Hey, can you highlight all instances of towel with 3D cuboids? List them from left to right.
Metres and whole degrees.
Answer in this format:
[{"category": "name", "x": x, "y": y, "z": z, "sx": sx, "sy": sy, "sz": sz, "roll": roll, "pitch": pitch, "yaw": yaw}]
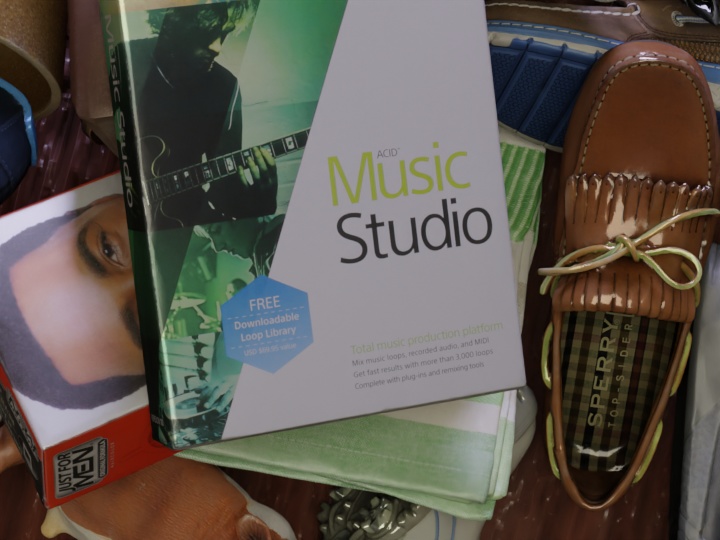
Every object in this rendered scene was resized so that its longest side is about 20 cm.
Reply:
[{"category": "towel", "x": 0.000, "y": 0.000, "z": 0.916, "sx": 0.152, "sy": 0.023, "sz": 0.201, "roll": 12, "pitch": 62, "yaw": -2}]

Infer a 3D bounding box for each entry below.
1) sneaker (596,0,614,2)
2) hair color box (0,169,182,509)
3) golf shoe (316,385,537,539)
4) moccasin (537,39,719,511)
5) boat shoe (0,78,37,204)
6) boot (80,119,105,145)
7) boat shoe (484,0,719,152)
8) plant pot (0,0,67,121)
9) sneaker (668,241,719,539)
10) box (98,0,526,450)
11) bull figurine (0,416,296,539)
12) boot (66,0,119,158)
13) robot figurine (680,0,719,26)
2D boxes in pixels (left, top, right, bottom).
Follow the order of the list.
[{"category": "sneaker", "x": 0.025, "y": -0.126, "z": 0.871, "sx": 0.146, "sy": 0.077, "sz": 0.203, "roll": 39, "pitch": 94, "yaw": 32}, {"category": "hair color box", "x": -0.055, "y": 0.005, "z": 0.859, "sx": 0.200, "sy": 0.061, "sz": 0.102, "roll": -24, "pitch": 67, "yaw": -18}, {"category": "golf shoe", "x": 0.021, "y": 0.136, "z": 0.944, "sx": 0.097, "sy": 0.078, "sz": 0.200, "roll": 41, "pitch": 92, "yaw": -20}, {"category": "moccasin", "x": 0.108, "y": 0.004, "z": 0.892, "sx": 0.073, "sy": 0.078, "sz": 0.202, "roll": 12, "pitch": 113, "yaw": -1}, {"category": "boat shoe", "x": -0.231, "y": -0.053, "z": 0.847, "sx": 0.199, "sy": 0.069, "sz": 0.084, "roll": -2, "pitch": 126, "yaw": 13}, {"category": "boot", "x": -0.080, "y": -0.155, "z": 0.945, "sx": 0.097, "sy": 0.075, "sz": 0.200, "roll": 38, "pitch": 87, "yaw": 17}, {"category": "boat shoe", "x": 0.133, "y": -0.091, "z": 0.940, "sx": 0.199, "sy": 0.072, "sz": 0.073, "roll": 12, "pitch": 60, "yaw": -16}, {"category": "plant pot", "x": -0.197, "y": -0.183, "z": 0.892, "sx": 0.186, "sy": 0.186, "sz": 0.201, "roll": 10, "pitch": 75, "yaw": -1}, {"category": "sneaker", "x": 0.191, "y": 0.093, "z": 0.936, "sx": 0.114, "sy": 0.076, "sz": 0.200, "roll": 7, "pitch": 84, "yaw": 5}, {"category": "box", "x": -0.018, "y": -0.044, "z": 0.798, "sx": 0.144, "sy": 0.036, "sz": 0.201, "roll": -9, "pitch": 95, "yaw": -21}, {"category": "bull figurine", "x": -0.097, "y": 0.110, "z": 0.904, "sx": 0.121, "sy": 0.065, "sz": 0.200, "roll": -39, "pitch": 57, "yaw": -2}, {"category": "boot", "x": -0.113, "y": -0.133, "z": 0.806, "sx": 0.186, "sy": 0.064, "sz": 0.201, "roll": -1, "pitch": 82, "yaw": -37}, {"category": "robot figurine", "x": 0.142, "y": -0.185, "z": 0.912, "sx": 0.200, "sy": 0.058, "sz": 0.145, "roll": 28, "pitch": 89, "yaw": 23}]
